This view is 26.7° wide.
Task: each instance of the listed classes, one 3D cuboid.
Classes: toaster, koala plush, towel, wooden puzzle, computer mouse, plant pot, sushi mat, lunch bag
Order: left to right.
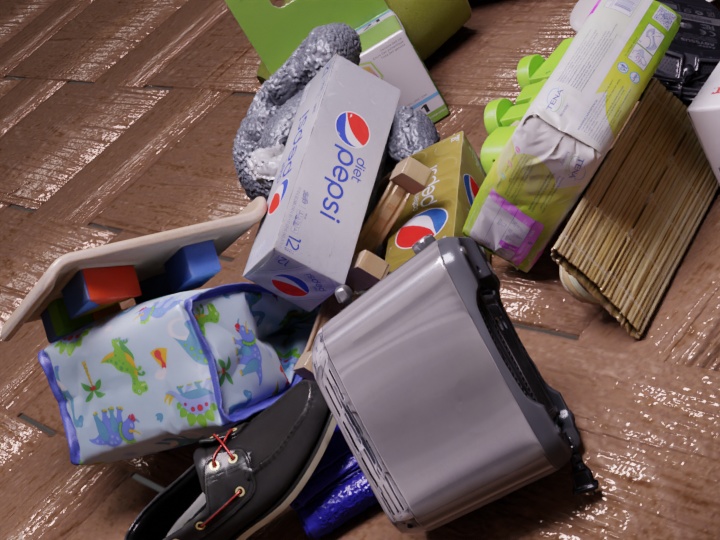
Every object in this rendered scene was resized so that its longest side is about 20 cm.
[{"bbox_3d":[-0.184,0.011,1.245,0.198,0.047,0.185,-20,-8,-29],"label":"wooden puzzle"},{"bbox_3d":[-0.133,0.078,1.251,0.169,0.129,0.200,-16,3,28],"label":"lunch bag"},{"bbox_3d":[-0.033,-0.086,1.372,0.183,0.177,0.201,-37,26,17],"label":"koala plush"},{"bbox_3d":[-0.015,-0.255,1.619,0.201,0.187,0.187,-50,30,-5],"label":"plant pot"},{"bbox_3d":[0.026,0.099,1.125,0.199,0.050,0.148,-32,28,3],"label":"towel"},{"bbox_3d":[0.058,0.085,1.004,0.128,0.201,0.114,-30,-5,13],"label":"toaster"},{"bbox_3d":[0.211,-0.050,1.120,0.012,0.096,0.201,-30,20,52],"label":"sushi mat"},{"bbox_3d":[0.262,-0.180,1.287,0.137,0.053,0.201,13,34,3],"label":"computer mouse"}]

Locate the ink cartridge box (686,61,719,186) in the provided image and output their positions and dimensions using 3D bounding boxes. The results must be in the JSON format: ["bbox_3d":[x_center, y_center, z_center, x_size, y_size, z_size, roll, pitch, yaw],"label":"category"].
[{"bbox_3d":[0.358,-0.153,1.139,0.144,0.084,0.200,1,43,47],"label":"ink cartridge box"}]

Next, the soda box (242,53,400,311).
[{"bbox_3d":[-0.030,-0.073,1.236,0.063,0.068,0.202,-37,31,53],"label":"soda box"}]

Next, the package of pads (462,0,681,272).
[{"bbox_3d":[0.155,-0.103,1.155,0.155,0.068,0.200,-56,-5,-28],"label":"package of pads"}]

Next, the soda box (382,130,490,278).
[{"bbox_3d":[0.067,-0.031,1.272,0.067,0.064,0.201,-23,29,21],"label":"soda box"}]

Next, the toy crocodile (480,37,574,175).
[{"bbox_3d":[0.168,-0.151,1.373,0.067,0.062,0.200,-8,32,40],"label":"toy crocodile"}]

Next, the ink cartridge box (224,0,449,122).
[{"bbox_3d":[-0.025,-0.213,1.511,0.147,0.201,0.076,-30,28,6],"label":"ink cartridge box"}]

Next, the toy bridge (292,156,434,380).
[{"bbox_3d":[0.000,0.000,1.216,0.201,0.027,0.067,-64,13,-17],"label":"toy bridge"}]

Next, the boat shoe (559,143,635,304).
[{"bbox_3d":[0.191,-0.037,1.165,0.076,0.072,0.200,-29,17,45],"label":"boat shoe"}]

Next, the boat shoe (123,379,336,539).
[{"bbox_3d":[-0.091,0.150,1.086,0.201,0.063,0.074,-46,24,18],"label":"boat shoe"}]

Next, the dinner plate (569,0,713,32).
[{"bbox_3d":[0.291,-0.283,1.455,0.198,0.024,0.201,-21,24,10],"label":"dinner plate"}]
